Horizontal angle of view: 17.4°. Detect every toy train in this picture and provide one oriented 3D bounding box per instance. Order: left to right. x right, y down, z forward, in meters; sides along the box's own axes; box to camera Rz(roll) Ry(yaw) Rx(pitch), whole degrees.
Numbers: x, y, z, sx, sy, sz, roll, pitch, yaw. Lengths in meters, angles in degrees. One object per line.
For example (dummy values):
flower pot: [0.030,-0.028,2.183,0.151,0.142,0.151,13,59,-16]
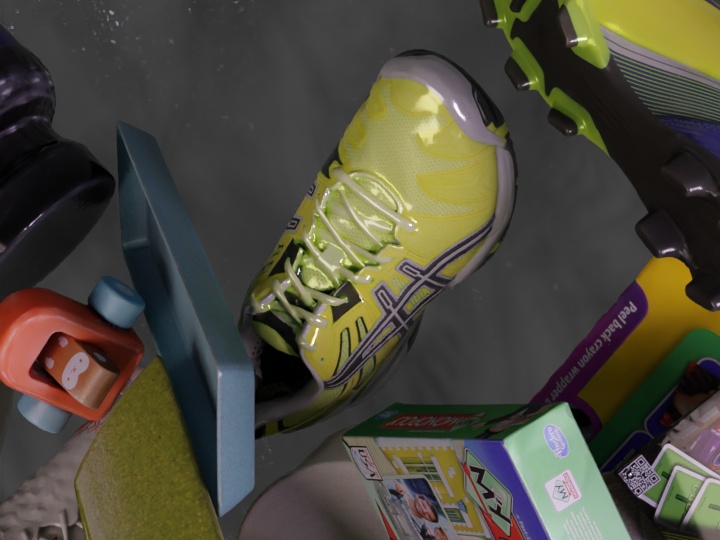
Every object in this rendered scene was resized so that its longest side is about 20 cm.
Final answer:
toy train: [-0.176,0.079,0.967,0.200,0.150,0.056,-52,37,8]

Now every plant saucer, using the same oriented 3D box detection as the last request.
plant saucer: [-0.071,0.172,0.940,0.200,0.048,0.200,-114,15,-47]
plant saucer: [-0.072,0.014,0.954,0.200,0.019,0.070,-119,26,-54]

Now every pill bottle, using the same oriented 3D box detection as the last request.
pill bottle: [-0.205,-0.079,1.019,0.200,0.112,0.112,45,135,8]

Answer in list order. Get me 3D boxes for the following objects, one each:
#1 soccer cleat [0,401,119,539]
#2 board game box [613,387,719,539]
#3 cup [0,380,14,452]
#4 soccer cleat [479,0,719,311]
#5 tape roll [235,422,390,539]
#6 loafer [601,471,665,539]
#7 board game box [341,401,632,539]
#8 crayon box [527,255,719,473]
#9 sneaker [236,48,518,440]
soccer cleat: [-0.146,0.132,1.063,0.200,0.085,0.069,-44,84,4]
board game box: [0.192,0.047,0.772,0.200,0.023,0.105,-41,86,18]
cup: [-0.238,0.040,1.084,0.200,0.200,0.143,42,110,10]
soccer cleat: [0.108,-0.071,0.807,0.200,0.084,0.065,58,151,24]
tape roll: [0.036,0.154,0.941,0.202,0.037,0.203,23,131,29]
loafer: [0.132,0.162,0.845,0.200,0.072,0.063,47,143,0]
board game box: [0.072,0.140,0.814,0.200,0.029,0.135,64,158,-7]
crayon box: [0.144,0.090,0.878,0.173,0.058,0.200,43,135,8]
sneaker: [0.000,0.000,0.925,0.075,0.076,0.200,37,134,15]
